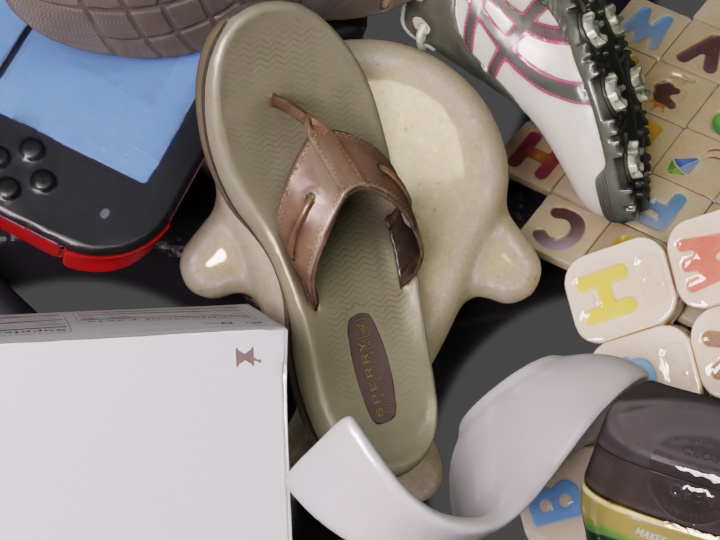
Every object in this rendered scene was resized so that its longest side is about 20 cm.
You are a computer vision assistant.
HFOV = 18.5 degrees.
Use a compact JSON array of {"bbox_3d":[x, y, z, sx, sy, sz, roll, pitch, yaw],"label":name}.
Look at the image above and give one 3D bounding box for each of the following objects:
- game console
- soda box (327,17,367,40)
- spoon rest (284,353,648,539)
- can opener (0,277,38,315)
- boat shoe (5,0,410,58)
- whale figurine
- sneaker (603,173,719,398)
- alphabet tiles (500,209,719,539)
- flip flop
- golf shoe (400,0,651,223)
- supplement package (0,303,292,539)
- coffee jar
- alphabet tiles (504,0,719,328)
[{"bbox_3d":[-0.131,-0.109,0.937,0.176,0.031,0.201,29,59,-3],"label":"game console"},{"bbox_3d":[-0.098,-0.136,1.021,0.198,0.063,0.071,4,69,-8],"label":"soda box"},{"bbox_3d":[0.052,0.078,0.870,0.200,0.099,0.061,-9,58,-55],"label":"spoon rest"},{"bbox_3d":[-0.152,0.035,0.955,0.199,0.079,0.064,33,106,8],"label":"can opener"},{"bbox_3d":[-0.062,-0.141,0.928,0.199,0.075,0.074,-8,54,-27],"label":"boat shoe"},{"bbox_3d":[0.000,0.000,0.979,0.158,0.104,0.202,-1,92,0],"label":"whale figurine"},{"bbox_3d":[0.162,0.036,0.991,0.070,0.076,0.201,-17,73,-16],"label":"sneaker"},{"bbox_3d":[0.154,0.077,0.937,0.195,0.015,0.201,-18,77,24],"label":"alphabet tiles"},{"bbox_3d":[-0.007,-0.013,0.883,0.081,0.057,0.201,-17,95,-30],"label":"flip flop"},{"bbox_3d":[0.070,-0.109,0.996,0.088,0.077,0.201,-23,90,20],"label":"golf shoe"},{"bbox_3d":[-0.107,0.120,0.854,0.155,0.111,0.202,-3,94,-11],"label":"supplement package"},{"bbox_3d":[0.129,0.149,0.878,0.104,0.085,0.201,14,105,22],"label":"coffee jar"},{"bbox_3d":[0.165,-0.059,1.027,0.166,0.006,0.200,26,57,24],"label":"alphabet tiles"}]
